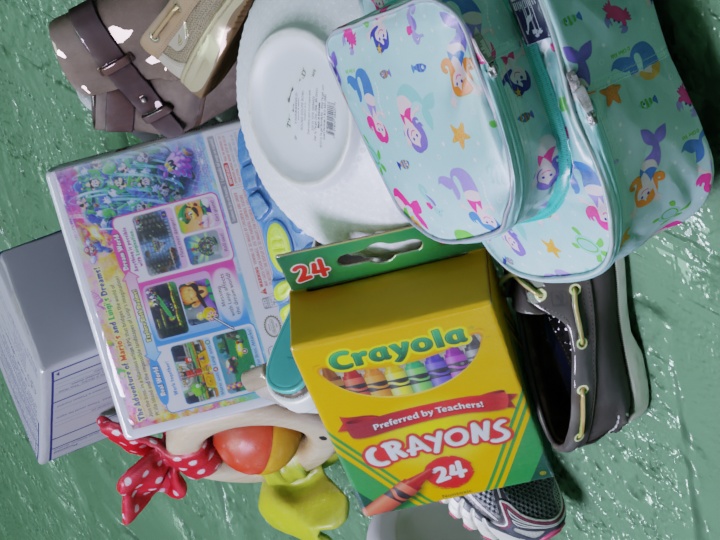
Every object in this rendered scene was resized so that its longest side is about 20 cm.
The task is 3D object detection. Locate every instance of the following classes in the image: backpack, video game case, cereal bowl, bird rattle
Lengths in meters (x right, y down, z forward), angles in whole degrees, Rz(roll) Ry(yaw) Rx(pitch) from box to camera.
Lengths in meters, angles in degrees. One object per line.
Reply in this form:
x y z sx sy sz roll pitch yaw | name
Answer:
0.089 -0.090 1.282 0.201 0.150 0.177 60 154 -12 | backpack
-0.105 0.002 1.677 0.024 0.181 0.201 -78 -27 -76 | video game case
-0.008 -0.103 1.437 0.199 0.083 0.202 14 110 45 | cereal bowl
-0.091 0.123 1.788 0.163 0.199 0.113 129 151 -51 | bird rattle

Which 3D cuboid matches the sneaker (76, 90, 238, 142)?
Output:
-0.117 -0.109 1.748 0.199 0.077 0.082 32 175 35 | sneaker

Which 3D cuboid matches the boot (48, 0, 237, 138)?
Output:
-0.134 -0.173 1.591 0.070 0.145 0.201 -99 -4 -53 | boot

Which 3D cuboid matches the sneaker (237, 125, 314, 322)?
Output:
-0.029 -0.046 1.616 0.070 0.083 0.201 -6 100 29 | sneaker

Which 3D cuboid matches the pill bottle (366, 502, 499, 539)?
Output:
0.066 0.251 1.711 0.111 0.110 0.201 37 146 40 | pill bottle

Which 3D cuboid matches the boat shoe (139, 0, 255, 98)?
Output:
-0.081 -0.196 1.492 0.064 0.071 0.201 35 125 5 | boat shoe

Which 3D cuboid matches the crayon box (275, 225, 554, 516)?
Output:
0.034 0.060 1.459 0.051 0.126 0.201 -92 -15 -45 | crayon box

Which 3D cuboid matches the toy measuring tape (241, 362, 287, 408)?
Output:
0.001 0.073 1.612 0.199 0.074 0.073 23 -179 -40 | toy measuring tape

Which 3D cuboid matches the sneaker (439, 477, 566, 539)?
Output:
0.072 0.089 1.570 0.075 0.080 0.201 -32 91 49 | sneaker

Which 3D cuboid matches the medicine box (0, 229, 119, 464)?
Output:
-0.176 0.040 1.818 0.103 0.181 0.200 64 163 18 | medicine box

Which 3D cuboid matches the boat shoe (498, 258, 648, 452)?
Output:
0.118 0.014 1.424 0.072 0.060 0.202 19 133 54 | boat shoe

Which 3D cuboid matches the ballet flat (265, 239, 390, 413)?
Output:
0.000 0.000 1.540 0.069 0.201 0.069 22 172 3 | ballet flat
